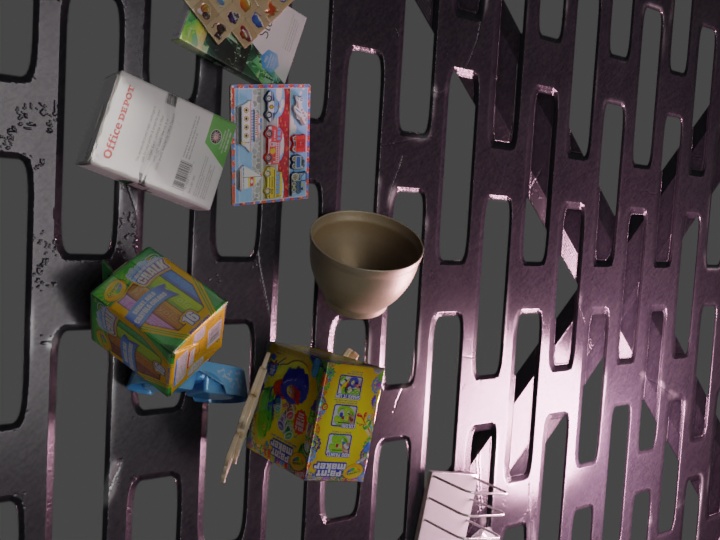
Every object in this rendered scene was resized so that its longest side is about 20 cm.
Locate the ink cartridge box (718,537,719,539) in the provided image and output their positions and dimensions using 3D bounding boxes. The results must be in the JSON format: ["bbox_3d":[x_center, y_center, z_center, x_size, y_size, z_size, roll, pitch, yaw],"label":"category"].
[{"bbox_3d":[1.158,0.866,2.406,0.095,0.037,0.200,-51,118,-22],"label":"ink cartridge box"}]

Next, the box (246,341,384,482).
[{"bbox_3d":[-0.079,0.236,1.334,0.122,0.200,0.193,12,87,-36],"label":"box"}]

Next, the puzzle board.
[{"bbox_3d":[-0.150,-0.213,1.325,0.150,0.017,0.200,-11,111,-35],"label":"puzzle board"}]

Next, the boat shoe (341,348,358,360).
[{"bbox_3d":[-0.025,0.245,1.441,0.074,0.069,0.200,-10,114,-78],"label":"boat shoe"}]

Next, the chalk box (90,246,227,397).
[{"bbox_3d":[-0.315,0.062,1.154,0.124,0.200,0.125,-48,164,-39],"label":"chalk box"}]

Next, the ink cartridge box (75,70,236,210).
[{"bbox_3d":[-0.309,-0.193,1.190,0.200,0.084,0.146,22,82,-35],"label":"ink cartridge box"}]

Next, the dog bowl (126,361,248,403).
[{"bbox_3d":[-0.271,0.174,1.249,0.200,0.111,0.050,17,66,-36],"label":"dog bowl"}]

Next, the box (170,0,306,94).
[{"bbox_3d":[-0.194,-0.396,1.282,0.200,0.036,0.145,21,82,-35],"label":"box"}]

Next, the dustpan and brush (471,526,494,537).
[{"bbox_3d":[0.244,0.679,1.717,0.200,0.057,0.140,-45,108,-31],"label":"dustpan and brush"}]

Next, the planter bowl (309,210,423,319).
[{"bbox_3d":[0.000,0.000,1.389,0.200,0.200,0.135,-13,130,-34],"label":"planter bowl"}]

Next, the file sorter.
[{"bbox_3d":[0.211,0.534,1.626,0.139,0.124,0.200,14,87,-37],"label":"file sorter"}]

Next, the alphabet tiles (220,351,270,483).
[{"bbox_3d":[-0.183,0.238,1.269,0.015,0.200,0.196,20,55,-2],"label":"alphabet tiles"}]

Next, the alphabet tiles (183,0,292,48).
[{"bbox_3d":[-0.195,-0.463,1.250,0.200,0.006,0.166,-51,121,-21],"label":"alphabet tiles"}]
